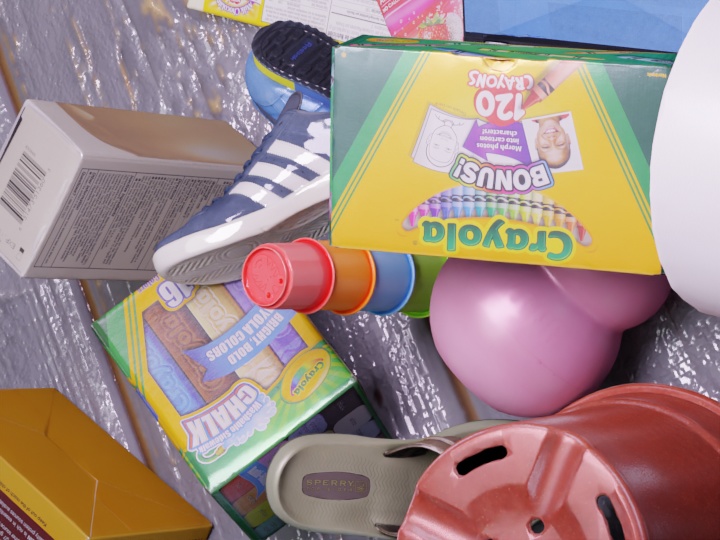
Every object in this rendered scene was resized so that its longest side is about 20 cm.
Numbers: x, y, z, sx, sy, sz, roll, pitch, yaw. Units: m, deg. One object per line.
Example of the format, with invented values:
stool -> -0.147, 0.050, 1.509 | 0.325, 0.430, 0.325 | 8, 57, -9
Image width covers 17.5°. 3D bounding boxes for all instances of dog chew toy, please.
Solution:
dog chew toy -> 0.136, -0.004, 1.439 | 0.200, 0.124, 0.125 | -45, 63, 15

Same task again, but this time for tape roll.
tape roll -> 0.243, -0.066, 1.301 | 0.070, 0.202, 0.204 | 14, 98, 36

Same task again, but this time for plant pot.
plant pot -> 0.127, 0.161, 1.307 | 0.199, 0.195, 0.203 | -2, 85, 27

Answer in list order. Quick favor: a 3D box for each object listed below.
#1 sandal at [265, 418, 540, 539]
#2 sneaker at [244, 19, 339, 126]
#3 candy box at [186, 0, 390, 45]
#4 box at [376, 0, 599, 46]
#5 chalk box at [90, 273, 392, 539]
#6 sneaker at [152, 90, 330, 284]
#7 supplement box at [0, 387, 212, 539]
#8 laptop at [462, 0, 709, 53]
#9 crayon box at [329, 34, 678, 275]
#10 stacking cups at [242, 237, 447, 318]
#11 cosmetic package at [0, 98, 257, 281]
sandal -> 0.040, 0.138, 1.478 | 0.057, 0.199, 0.081 | 176, 91, -74
sneaker -> 0.001, -0.090, 1.591 | 0.200, 0.066, 0.079 | 37, 144, 24
candy box -> -0.036, -0.215, 1.635 | 0.199, 0.026, 0.103 | 19, 103, 37
box -> 0.119, -0.181, 1.467 | 0.199, 0.094, 0.103 | -33, 69, 33
chalk box -> -0.066, 0.093, 1.565 | 0.123, 0.125, 0.200 | -36, 62, -4
sneaker -> -0.051, -0.063, 1.516 | 0.199, 0.075, 0.085 | -26, 70, 2
supplement box -> -0.251, 0.223, 1.728 | 0.197, 0.132, 0.201 | 36, 110, 33
laptop -> 0.137, -0.115, 1.350 | 0.186, 0.116, 0.202 | 8, 76, 15
crayon box -> 0.084, -0.068, 1.339 | 0.198, 0.058, 0.120 | 5, 104, 15
stacking cups -> 0.000, 0.000, 1.491 | 0.060, 0.199, 0.061 | -2, 87, 40
cosmetic package -> -0.161, -0.052, 1.621 | 0.071, 0.199, 0.106 | 42, 113, 32
